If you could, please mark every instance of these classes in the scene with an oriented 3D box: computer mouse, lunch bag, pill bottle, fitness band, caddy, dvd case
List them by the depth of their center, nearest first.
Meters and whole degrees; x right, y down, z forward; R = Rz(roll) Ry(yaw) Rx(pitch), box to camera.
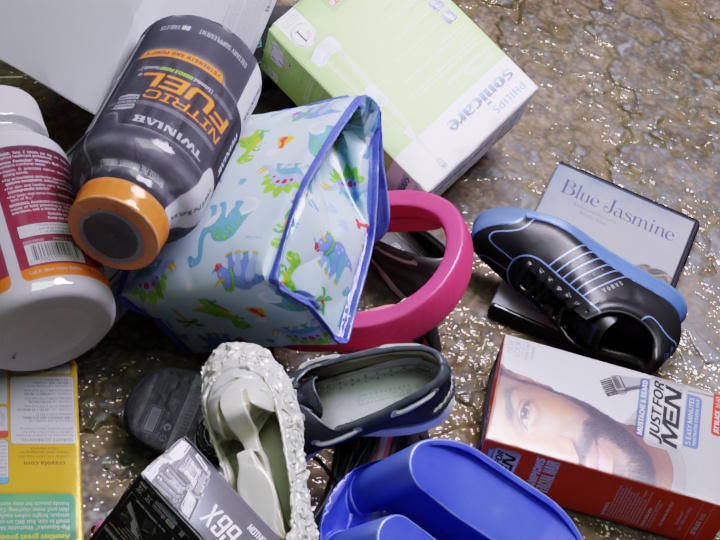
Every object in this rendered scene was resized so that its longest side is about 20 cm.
[{"bbox_3d":[0.065,0.214,1.272,0.199,0.105,0.142,34,56,-11],"label":"caddy"},{"bbox_3d":[-0.151,-0.092,1.322,0.105,0.107,0.201,18,47,2],"label":"pill bottle"},{"bbox_3d":[-0.091,0.156,1.331,0.198,0.046,0.141,11,67,12],"label":"computer mouse"},{"bbox_3d":[-0.261,-0.035,1.332,0.109,0.110,0.201,-10,58,-21],"label":"pill bottle"},{"bbox_3d":[-0.076,-0.043,1.395,0.169,0.127,0.201,-6,58,34],"label":"lunch bag"},{"bbox_3d":[0.000,0.000,1.423,0.199,0.038,0.144,-5,47,32],"label":"fitness band"},{"bbox_3d":[0.209,-0.004,1.561,0.142,0.018,0.201,23,48,7],"label":"dvd case"}]

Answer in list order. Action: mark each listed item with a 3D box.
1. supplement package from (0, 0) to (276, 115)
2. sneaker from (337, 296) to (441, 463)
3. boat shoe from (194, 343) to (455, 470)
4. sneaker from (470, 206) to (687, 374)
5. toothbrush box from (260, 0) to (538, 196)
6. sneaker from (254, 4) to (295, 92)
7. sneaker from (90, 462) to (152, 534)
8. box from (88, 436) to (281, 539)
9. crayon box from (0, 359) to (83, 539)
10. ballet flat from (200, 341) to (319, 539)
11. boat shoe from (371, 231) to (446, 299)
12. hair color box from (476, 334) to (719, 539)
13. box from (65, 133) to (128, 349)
[{"bbox_3d":[-0.195,-0.221,1.490,0.150,0.153,0.200,29,12,22],"label":"supplement package"},{"bbox_3d":[0.009,0.114,1.392,0.086,0.074,0.201,-6,52,22],"label":"sneaker"},{"bbox_3d":[-0.029,0.096,1.293,0.198,0.060,0.076,-18,62,-3],"label":"boat shoe"},{"bbox_3d":[0.176,0.017,1.478,0.199,0.070,0.078,25,43,7],"label":"sneaker"},{"bbox_3d":[0.032,-0.170,1.560,0.200,0.086,0.146,44,72,7],"label":"toothbrush box"},{"bbox_3d":[-0.008,-0.187,1.643,0.198,0.076,0.080,8,64,-1],"label":"sneaker"},{"bbox_3d":[-0.091,0.201,1.249,0.199,0.080,0.087,29,81,10],"label":"sneaker"},{"bbox_3d":[-0.093,0.230,1.160,0.200,0.158,0.050,45,44,6],"label":"box"},{"bbox_3d":[-0.266,0.159,1.282,0.125,0.052,0.201,1,49,-13],"label":"crayon box"},{"bbox_3d":[-0.071,0.125,1.224,0.071,0.072,0.201,-7,57,-19],"label":"ballet flat"},{"bbox_3d":[0.006,-0.050,1.525,0.200,0.057,0.067,41,53,21],"label":"boat shoe"},{"bbox_3d":[0.195,0.135,1.409,0.198,0.064,0.111,15,49,0],"label":"hair color box"},{"bbox_3d":[-0.210,-0.040,1.461,0.116,0.060,0.200,29,50,12],"label":"box"}]
